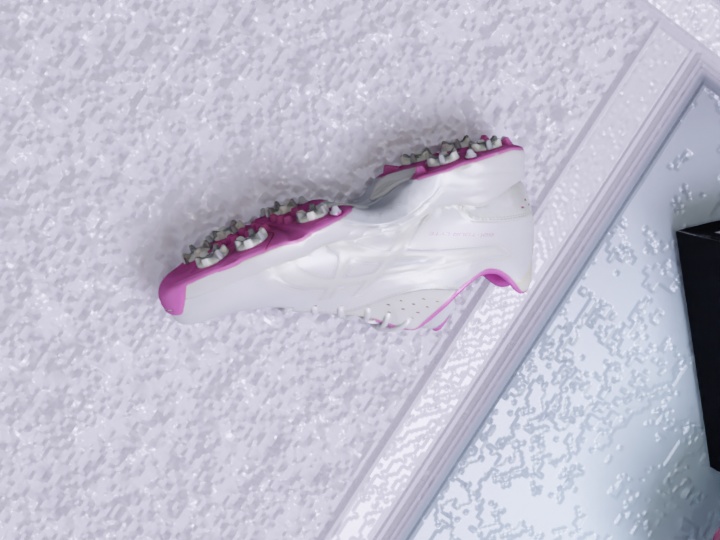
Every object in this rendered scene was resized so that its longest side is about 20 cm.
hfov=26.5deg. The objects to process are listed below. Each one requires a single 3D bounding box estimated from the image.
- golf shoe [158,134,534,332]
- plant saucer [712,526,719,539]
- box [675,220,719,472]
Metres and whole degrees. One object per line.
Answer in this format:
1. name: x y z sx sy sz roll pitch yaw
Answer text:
1. golf shoe: 0.000 0.000 0.768 0.199 0.075 0.092 -20 104 -8
2. plant saucer: 0.265 0.137 0.801 0.199 0.201 0.051 -12 65 -11
3. box: 0.286 0.028 0.832 0.199 0.079 0.142 -12 98 -11
